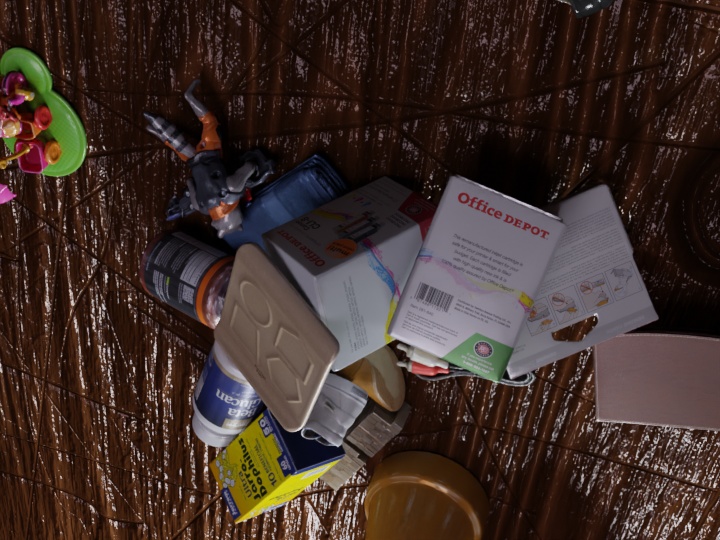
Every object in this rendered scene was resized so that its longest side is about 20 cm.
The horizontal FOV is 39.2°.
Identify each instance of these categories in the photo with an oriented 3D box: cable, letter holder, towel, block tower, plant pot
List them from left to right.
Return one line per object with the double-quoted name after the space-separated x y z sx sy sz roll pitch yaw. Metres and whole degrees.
-0.096 -0.071 1.392 0.199 0.049 0.112 -29 109 34 "towel"
-0.001 0.266 1.585 0.058 0.054 0.200 37 128 -7 "block tower"
0.086 0.419 1.573 0.197 0.184 0.202 10 126 14 "plant pot"
0.146 0.143 1.441 0.198 0.050 0.098 20 129 9 "cable"
0.402 0.114 1.289 0.197 0.101 0.144 2 122 21 "letter holder"

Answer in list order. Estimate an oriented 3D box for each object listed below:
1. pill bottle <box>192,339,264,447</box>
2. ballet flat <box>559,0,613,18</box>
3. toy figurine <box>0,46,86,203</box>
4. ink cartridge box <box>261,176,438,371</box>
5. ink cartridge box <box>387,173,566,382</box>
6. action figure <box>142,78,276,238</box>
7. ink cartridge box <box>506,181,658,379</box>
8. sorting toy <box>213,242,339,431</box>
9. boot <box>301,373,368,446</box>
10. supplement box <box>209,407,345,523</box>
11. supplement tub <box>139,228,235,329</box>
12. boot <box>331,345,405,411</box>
-0.198 0.183 1.570 0.110 0.111 0.201 28 129 1 "pill bottle"
0.189 -0.345 1.077 0.200 0.068 0.068 44 136 -11 "ballet flat"
-0.493 -0.178 1.391 0.148 0.185 0.202 8 125 16 "toy figurine"
0.000 0.000 1.279 0.145 0.198 0.146 35 145 49 "ink cartridge box"
0.134 0.006 1.183 0.143 0.084 0.202 22 97 2 "ink cartridge box"
-0.226 -0.128 1.362 0.199 0.104 0.195 -30 92 29 "action figure"
0.239 0.012 1.239 0.198 0.045 0.178 -23 95 7 "ink cartridge box"
-0.106 0.085 1.268 0.185 0.036 0.201 49 142 18 "sorting toy"
-0.067 0.197 1.480 0.073 0.096 0.199 35 168 -23 "boot"
-0.134 0.299 1.597 0.200 0.109 0.110 -46 65 40 "supplement box"
-0.214 0.020 1.428 0.199 0.107 0.108 24 133 34 "supplement tub"
-0.029 0.131 1.506 0.143 0.071 0.202 -4 131 39 "boot"
